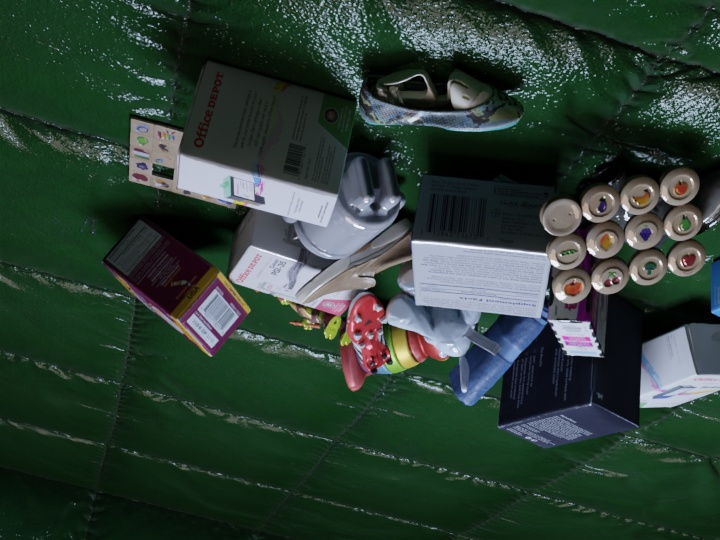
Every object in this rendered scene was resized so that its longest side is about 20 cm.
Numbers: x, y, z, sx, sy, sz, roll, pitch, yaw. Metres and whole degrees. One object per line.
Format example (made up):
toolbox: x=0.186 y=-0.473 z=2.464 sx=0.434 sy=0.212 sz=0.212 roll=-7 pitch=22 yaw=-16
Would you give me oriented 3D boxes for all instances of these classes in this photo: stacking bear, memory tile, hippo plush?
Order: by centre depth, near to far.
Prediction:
memory tile: x=0.324 y=-0.043 z=1.317 sx=0.198 sy=0.017 sz=0.155 roll=-13 pitch=117 yaw=1
hippo plush: x=0.149 y=0.060 z=1.667 sx=0.200 sy=0.160 sz=0.161 roll=41 pitch=-173 yaw=14
stacking bear: x=0.074 y=0.121 z=1.821 sx=0.198 sy=0.121 sz=0.115 roll=-12 pitch=101 yaw=21

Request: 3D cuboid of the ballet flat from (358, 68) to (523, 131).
ballet flat: x=0.092 y=-0.204 z=1.260 sx=0.198 sy=0.075 sz=0.074 roll=1 pitch=151 yaw=12

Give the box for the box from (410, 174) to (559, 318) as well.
box: x=0.166 y=-0.030 z=1.447 sx=0.182 sy=0.106 sz=0.200 roll=6 pitch=154 yaw=7

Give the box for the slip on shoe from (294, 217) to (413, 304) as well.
slip on shoe: x=0.000 y=0.000 z=1.550 sx=0.061 sy=0.199 sz=0.076 roll=58 pitch=168 yaw=-3

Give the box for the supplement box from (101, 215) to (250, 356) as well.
supplement box: x=-0.290 y=0.024 z=1.691 sx=0.199 sy=0.103 sz=0.131 roll=33 pitch=166 yaw=33

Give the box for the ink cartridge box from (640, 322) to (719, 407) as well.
ink cartridge box: x=0.501 y=0.154 z=1.699 sx=0.144 sy=0.088 sz=0.200 roll=3 pitch=156 yaw=-31

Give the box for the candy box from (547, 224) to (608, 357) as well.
candy box: x=0.306 y=0.032 z=1.497 sx=0.060 sy=0.138 sz=0.200 roll=2 pitch=163 yaw=19

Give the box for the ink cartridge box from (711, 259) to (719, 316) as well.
ink cartridge box: x=0.598 y=0.016 z=1.453 sx=0.143 sy=0.085 sz=0.200 roll=23 pitch=149 yaw=-21

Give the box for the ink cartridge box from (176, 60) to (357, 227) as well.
ink cartridge box: x=-0.117 y=-0.157 z=1.333 sx=0.198 sy=0.146 sz=0.084 roll=14 pitch=152 yaw=-6

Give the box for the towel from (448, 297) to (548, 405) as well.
towel: x=0.219 y=0.118 z=1.658 sx=0.048 sy=0.112 sz=0.200 roll=38 pitch=103 yaw=-9

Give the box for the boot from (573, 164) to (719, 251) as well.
boot: x=0.369 y=-0.093 z=1.363 sx=0.130 sy=0.068 sz=0.200 roll=29 pitch=146 yaw=-20

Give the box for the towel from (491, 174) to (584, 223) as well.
towel: x=0.203 y=-0.058 z=1.521 sx=0.148 sy=0.031 sz=0.200 roll=22 pitch=151 yaw=-17

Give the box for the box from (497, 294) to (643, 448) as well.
box: x=0.331 y=0.157 z=1.691 sx=0.117 sy=0.199 sz=0.199 roll=27 pitch=148 yaw=-29

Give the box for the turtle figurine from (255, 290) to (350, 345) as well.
turtle figurine: x=-0.081 y=0.067 z=1.797 sx=0.161 sy=0.065 sz=0.200 roll=29 pitch=167 yaw=34

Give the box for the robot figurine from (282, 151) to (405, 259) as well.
robot figurine: x=-0.021 y=-0.086 z=1.463 sx=0.168 sy=0.114 sz=0.200 roll=2 pitch=159 yaw=-29

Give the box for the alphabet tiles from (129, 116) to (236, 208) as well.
alphabet tiles: x=-0.234 y=-0.148 z=1.543 sx=0.198 sy=0.008 sz=0.167 roll=14 pitch=152 yaw=-6

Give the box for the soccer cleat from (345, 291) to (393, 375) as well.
soccer cleat: x=0.004 y=0.087 z=1.698 sx=0.068 sy=0.085 sz=0.201 roll=-30 pitch=145 yaw=-9

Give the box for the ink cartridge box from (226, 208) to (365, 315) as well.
ink cartridge box: x=-0.093 y=-0.016 z=1.648 sx=0.198 sy=0.084 sz=0.147 roll=17 pitch=152 yaw=-16
